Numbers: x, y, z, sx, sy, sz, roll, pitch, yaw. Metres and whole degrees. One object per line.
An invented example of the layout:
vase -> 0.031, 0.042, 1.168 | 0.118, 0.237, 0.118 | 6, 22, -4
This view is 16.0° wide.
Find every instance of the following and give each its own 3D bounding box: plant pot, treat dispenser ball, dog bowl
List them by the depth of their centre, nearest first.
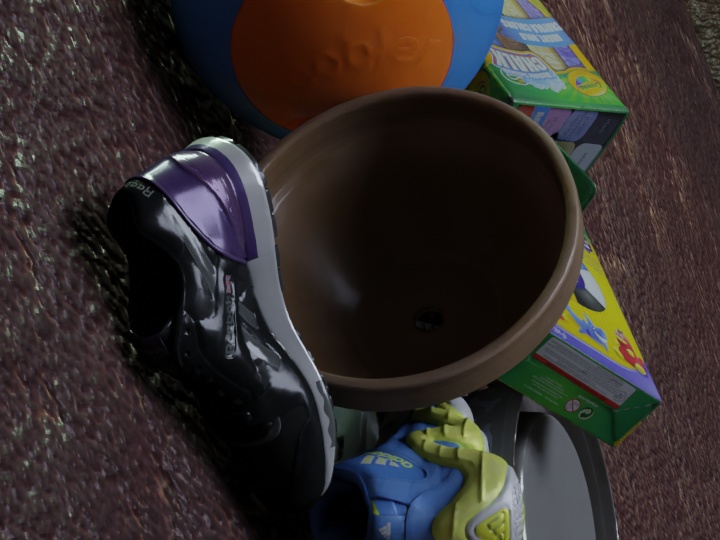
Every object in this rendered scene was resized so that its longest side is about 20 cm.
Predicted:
plant pot -> 0.029, 0.005, 1.404 | 0.093, 0.199, 0.202 | 69, 10, -51
treat dispenser ball -> -0.014, -0.173, 1.506 | 0.201, 0.200, 0.202 | 56, 20, -33
dog bowl -> 0.100, 0.159, 1.533 | 0.200, 0.058, 0.202 | -9, 90, -69

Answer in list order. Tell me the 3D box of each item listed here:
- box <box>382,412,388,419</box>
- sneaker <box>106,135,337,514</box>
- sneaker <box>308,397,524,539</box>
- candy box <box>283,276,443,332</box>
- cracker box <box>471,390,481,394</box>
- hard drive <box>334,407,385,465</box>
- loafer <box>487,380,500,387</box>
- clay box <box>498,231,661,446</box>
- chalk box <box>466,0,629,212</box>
box -> 0.051, 0.096, 1.612 | 0.200, 0.032, 0.122 | 54, 11, -52
sneaker -> -0.080, 0.040, 1.302 | 0.087, 0.075, 0.201 | -30, 108, -43
sneaker -> 0.015, 0.109, 1.385 | 0.200, 0.104, 0.076 | -156, -114, -74
candy box -> 0.000, 0.000, 1.515 | 0.199, 0.026, 0.103 | 15, 48, -42
cracker box -> 0.131, 0.190, 1.729 | 0.134, 0.057, 0.201 | 57, 18, -51
hard drive -> 0.036, 0.177, 1.522 | 0.201, 0.025, 0.132 | 58, 19, -28
loafer -> 0.097, 0.013, 1.846 | 0.068, 0.076, 0.201 | 51, 14, -41
clay box -> 0.101, 0.006, 1.535 | 0.115, 0.048, 0.201 | 31, 25, -32
chalk box -> 0.079, -0.101, 1.689 | 0.123, 0.125, 0.200 | 3, 43, -46
